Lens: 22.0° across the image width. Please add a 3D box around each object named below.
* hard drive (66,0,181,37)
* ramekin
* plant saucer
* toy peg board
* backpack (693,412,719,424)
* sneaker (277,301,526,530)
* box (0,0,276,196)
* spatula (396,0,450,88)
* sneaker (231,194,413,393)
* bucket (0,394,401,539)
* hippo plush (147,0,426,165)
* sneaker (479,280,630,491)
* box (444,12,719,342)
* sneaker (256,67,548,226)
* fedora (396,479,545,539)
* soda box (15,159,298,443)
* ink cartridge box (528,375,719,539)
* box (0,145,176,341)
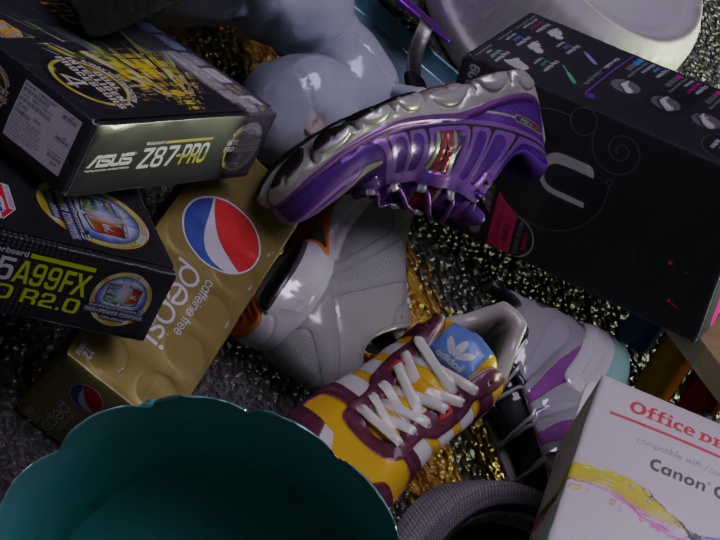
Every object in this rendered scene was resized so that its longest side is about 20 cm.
[{"bbox_3d":[-0.115,-0.206,1.036,0.200,0.139,0.033,55,-11,53],"label":"hard drive"},{"bbox_3d":[0.154,-0.201,1.345,0.200,0.105,0.201,21,50,-26],"label":"ramekin"},{"bbox_3d":[-0.013,-0.168,1.249,0.200,0.019,0.070,41,43,-10],"label":"plant saucer"},{"bbox_3d":[0.262,0.087,1.239,0.199,0.098,0.199,15,27,-31],"label":"toy peg board"},{"bbox_3d":[0.244,0.207,1.089,0.199,0.147,0.184,18,52,-14],"label":"backpack"},{"bbox_3d":[0.023,0.068,0.979,0.075,0.090,0.200,44,30,5],"label":"sneaker"},{"bbox_3d":[-0.166,-0.114,0.984,0.200,0.049,0.161,37,21,23],"label":"box"},{"bbox_3d":[0.039,-0.137,1.216,0.056,0.021,0.200,36,29,-26],"label":"spatula"},{"bbox_3d":[0.000,0.000,1.110,0.092,0.076,0.200,46,50,-14],"label":"sneaker"},{"bbox_3d":[-0.069,0.163,0.821,0.206,0.135,0.208,0,79,0],"label":"bucket"},{"bbox_3d":[-0.051,-0.145,1.141,0.200,0.159,0.161,-32,108,-48],"label":"hippo plush"},{"bbox_3d":[0.086,0.086,1.113,0.140,0.078,0.200,32,36,-15],"label":"sneaker"},{"bbox_3d":[0.158,-0.063,1.177,0.200,0.123,0.106,25,33,19],"label":"box"},{"bbox_3d":[0.034,-0.059,1.062,0.200,0.081,0.084,-19,89,-32],"label":"sneaker"},{"bbox_3d":[0.061,0.209,0.984,0.177,0.090,0.200,37,48,-12],"label":"fedora"},{"bbox_3d":[-0.103,0.017,1.009,0.068,0.064,0.200,39,44,-10],"label":"soda box"},{"bbox_3d":[0.153,0.135,0.963,0.116,0.068,0.200,23,50,1],"label":"ink cartridge box"},{"bbox_3d":[-0.195,-0.052,0.938,0.160,0.044,0.200,14,27,-30],"label":"box"}]
